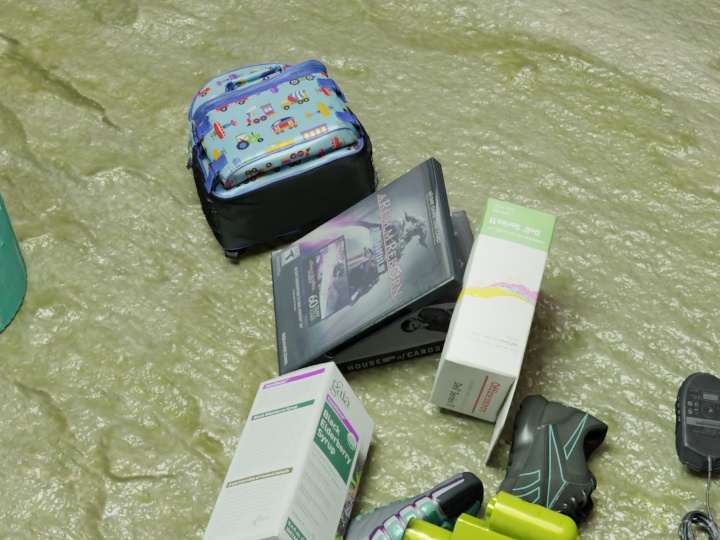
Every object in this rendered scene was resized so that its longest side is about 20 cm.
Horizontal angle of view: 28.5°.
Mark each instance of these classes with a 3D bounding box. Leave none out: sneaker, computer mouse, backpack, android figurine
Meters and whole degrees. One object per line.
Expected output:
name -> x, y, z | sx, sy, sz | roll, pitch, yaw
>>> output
sneaker -> 0.008, 0.218, 1.181 | 0.199, 0.075, 0.087 | -35, 50, -17
computer mouse -> 0.292, 0.178, 1.197 | 0.058, 0.034, 0.202 | 11, 58, -4
sneaker -> 0.152, 0.191, 1.176 | 0.078, 0.076, 0.201 | 11, 55, 14
backpack -> -0.093, -0.138, 1.436 | 0.181, 0.135, 0.201 | -18, 49, -6
android figurine -> 0.115, 0.269, 1.095 | 0.198, 0.041, 0.184 | 21, 93, 13

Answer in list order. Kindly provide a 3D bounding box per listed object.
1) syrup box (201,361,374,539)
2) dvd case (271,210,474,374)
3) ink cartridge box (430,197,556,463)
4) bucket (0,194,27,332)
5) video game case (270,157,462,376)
syrup box -> -0.056, 0.176, 1.175 | 0.081, 0.079, 0.201 | -17, 32, 27
dvd case -> 0.022, 0.022, 1.360 | 0.198, 0.025, 0.151 | -13, 52, -1
ink cartridge box -> 0.111, 0.054, 1.241 | 0.067, 0.117, 0.202 | 15, 65, 3
bucket -> -0.432, -0.015, 1.389 | 0.205, 0.135, 0.209 | -5, 51, 6
video game case -> 0.000, 0.000, 1.288 | 0.199, 0.019, 0.144 | -31, 45, 27
